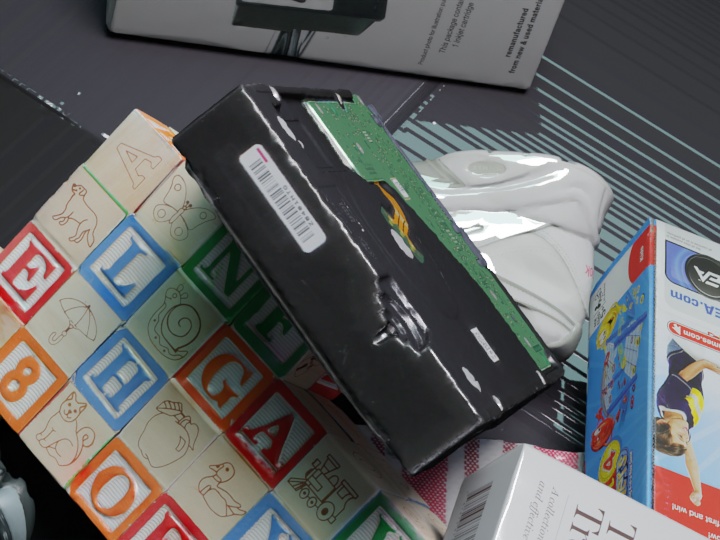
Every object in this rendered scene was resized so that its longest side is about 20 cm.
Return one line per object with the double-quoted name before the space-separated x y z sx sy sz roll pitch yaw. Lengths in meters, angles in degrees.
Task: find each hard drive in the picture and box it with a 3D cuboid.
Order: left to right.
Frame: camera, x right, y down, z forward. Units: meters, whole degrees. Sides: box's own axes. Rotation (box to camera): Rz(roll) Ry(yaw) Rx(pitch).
"hard drive" 0.007 -0.001 1.035 0.140 0.038 0.200 54 12 4

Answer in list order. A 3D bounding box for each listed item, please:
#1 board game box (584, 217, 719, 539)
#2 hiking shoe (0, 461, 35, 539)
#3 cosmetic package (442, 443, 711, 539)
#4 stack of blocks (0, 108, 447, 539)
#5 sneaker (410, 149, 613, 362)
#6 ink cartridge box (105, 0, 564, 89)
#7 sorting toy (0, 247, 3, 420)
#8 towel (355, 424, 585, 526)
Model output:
"board game box" 0.184 0.100 1.121 0.199 0.056 0.196 21 47 -16
"hiking shoe" -0.204 0.055 1.020 0.200 0.074 0.087 44 55 -15
"cosmetic package" 0.079 0.180 0.953 0.150 0.052 0.201 28 62 -16
"stack of blocks" -0.048 0.053 1.049 0.115 0.059 0.200 -45 68 6
"sneaker" 0.000 0.000 1.164 0.199 0.078 0.100 2 76 7
"ink cartridge box" -0.013 -0.171 1.301 0.199 0.083 0.147 8 50 -11
"sorting toy" -0.235 0.007 1.117 0.200 0.037 0.185 40 51 17
"towel" 0.046 0.131 1.105 0.199 0.030 0.147 8 50 -7
